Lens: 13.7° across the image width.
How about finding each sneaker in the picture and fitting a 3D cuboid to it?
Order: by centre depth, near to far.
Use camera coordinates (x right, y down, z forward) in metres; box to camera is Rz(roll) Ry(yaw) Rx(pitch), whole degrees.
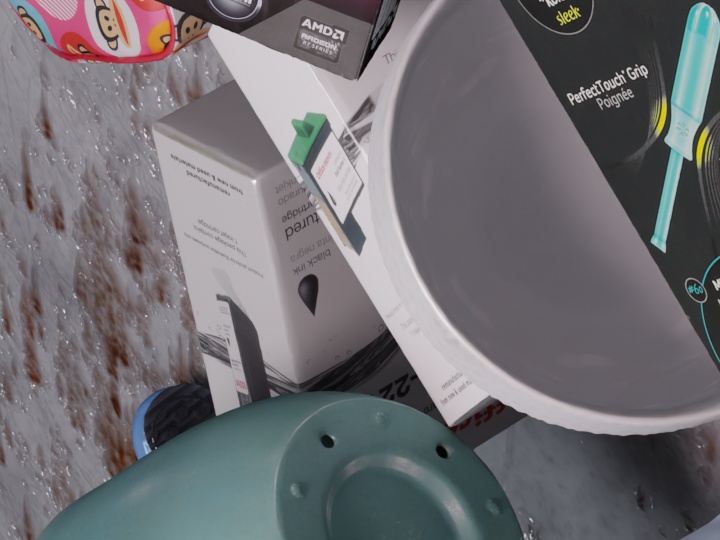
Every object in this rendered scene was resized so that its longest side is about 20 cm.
[{"bbox_3d":[-0.067,0.156,1.728,0.201,0.066,0.078,59,163,5],"label":"sneaker"}]

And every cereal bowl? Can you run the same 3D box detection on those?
[{"bbox_3d":[0.093,-0.032,1.151,0.201,0.200,0.083,60,160,2],"label":"cereal bowl"}]

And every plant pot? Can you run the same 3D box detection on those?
[{"bbox_3d":[-0.024,0.143,1.254,0.201,0.200,0.161,56,135,9],"label":"plant pot"}]

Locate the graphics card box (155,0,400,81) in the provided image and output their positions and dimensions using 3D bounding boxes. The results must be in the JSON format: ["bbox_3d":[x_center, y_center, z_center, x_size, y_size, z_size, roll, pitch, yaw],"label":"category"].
[{"bbox_3d":[-0.026,-0.181,1.112,0.125,0.051,0.201,22,128,5],"label":"graphics card box"}]

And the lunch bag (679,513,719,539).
[{"bbox_3d":[0.162,0.180,1.254,0.127,0.169,0.201,35,142,41],"label":"lunch bag"}]

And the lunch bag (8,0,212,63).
[{"bbox_3d":[-0.128,-0.202,1.476,0.176,0.082,0.201,7,120,56],"label":"lunch bag"}]

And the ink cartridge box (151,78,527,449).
[{"bbox_3d":[0.000,0.000,1.382,0.084,0.144,0.201,29,139,45],"label":"ink cartridge box"}]

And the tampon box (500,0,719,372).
[{"bbox_3d":[0.161,-0.083,1.038,0.200,0.126,0.150,58,149,-7],"label":"tampon box"}]

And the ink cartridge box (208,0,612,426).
[{"bbox_3d":[0.051,-0.062,1.241,0.200,0.146,0.084,58,157,6],"label":"ink cartridge box"}]
